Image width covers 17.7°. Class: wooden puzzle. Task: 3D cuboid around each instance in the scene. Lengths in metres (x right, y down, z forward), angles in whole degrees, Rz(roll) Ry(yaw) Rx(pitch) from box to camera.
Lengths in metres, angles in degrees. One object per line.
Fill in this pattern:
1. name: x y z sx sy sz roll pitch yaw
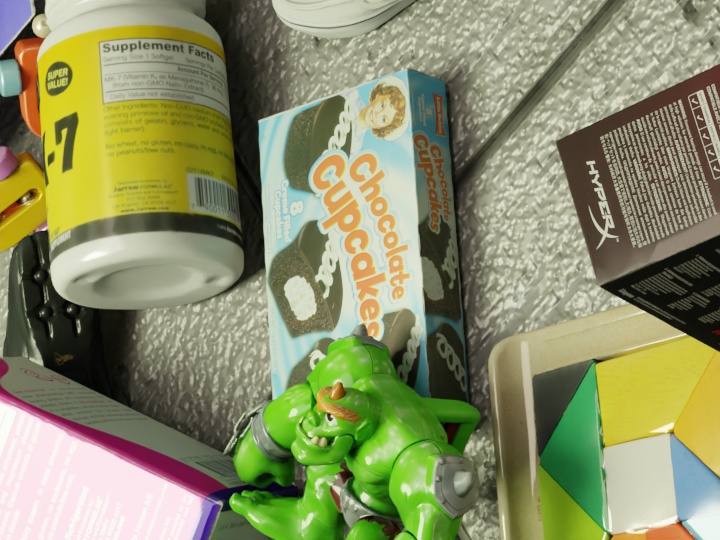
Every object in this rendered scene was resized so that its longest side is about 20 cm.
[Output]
1. wooden puzzle: 0.145 0.102 1.123 0.200 0.037 0.186 -16 70 40

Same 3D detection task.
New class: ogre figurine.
1. ogre figurine: -0.001 0.110 1.180 0.120 0.098 0.200 -61 17 18

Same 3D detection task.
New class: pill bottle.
1. pill bottle: -0.133 -0.087 1.368 0.114 0.114 0.200 -21 68 39

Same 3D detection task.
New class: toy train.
1. toy train: -0.253 -0.082 1.455 0.056 0.200 0.151 -127 26 -62

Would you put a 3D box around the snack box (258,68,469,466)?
1. snack box: 0.000 0.000 1.278 0.116 0.037 0.201 -16 71 39

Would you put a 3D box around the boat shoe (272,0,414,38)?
1. boat shoe: 0.015 -0.184 1.282 0.200 0.065 0.074 -20 69 39

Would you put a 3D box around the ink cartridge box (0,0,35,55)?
1. ink cartridge box: -0.292 -0.161 1.545 0.200 0.043 0.198 -48 35 25

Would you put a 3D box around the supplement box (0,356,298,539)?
1. supplement box: -0.155 0.131 1.310 0.200 0.101 0.104 25 99 22

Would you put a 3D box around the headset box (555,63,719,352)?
1. headset box: 0.209 -0.045 0.997 0.200 0.149 0.077 -26 65 24

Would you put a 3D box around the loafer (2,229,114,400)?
1. loafer: -0.185 0.076 1.427 0.070 0.068 0.201 150 116 -77
